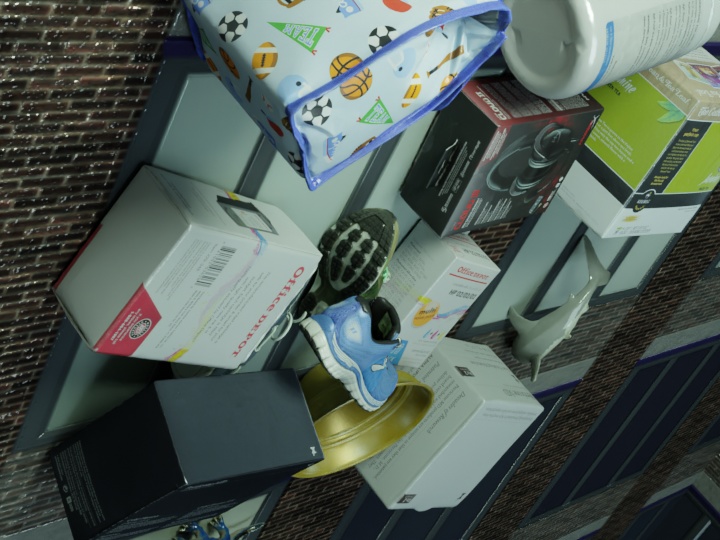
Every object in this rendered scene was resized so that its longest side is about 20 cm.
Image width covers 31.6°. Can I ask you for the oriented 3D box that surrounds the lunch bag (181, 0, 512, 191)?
[{"bbox_3d":[-0.009,-0.187,0.957,0.199,0.170,0.124,-36,155,-12],"label":"lunch bag"}]

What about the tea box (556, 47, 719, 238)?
[{"bbox_3d":[0.341,-0.156,1.487,0.199,0.134,0.198,-5,136,-49],"label":"tea box"}]

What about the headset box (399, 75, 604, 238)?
[{"bbox_3d":[0.143,-0.124,1.340,0.199,0.077,0.150,-15,142,-43],"label":"headset box"}]

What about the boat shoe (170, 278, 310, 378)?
[{"bbox_3d":[-0.106,0.042,1.257,0.201,0.075,0.062,-50,149,18],"label":"boat shoe"}]

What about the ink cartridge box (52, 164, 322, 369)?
[{"bbox_3d":[-0.150,0.003,1.134,0.148,0.086,0.199,-50,152,15],"label":"ink cartridge box"}]

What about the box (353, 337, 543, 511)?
[{"bbox_3d":[0.106,0.203,1.692,0.200,0.131,0.198,-50,152,15],"label":"box"}]

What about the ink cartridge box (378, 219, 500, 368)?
[{"bbox_3d":[0.081,0.014,1.462,0.201,0.068,0.115,-51,151,16],"label":"ink cartridge box"}]

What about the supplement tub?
[{"bbox_3d":[0.241,-0.251,1.229,0.198,0.132,0.133,-21,146,-33],"label":"supplement tub"}]

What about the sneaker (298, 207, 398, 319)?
[{"bbox_3d":[0.000,0.000,1.352,0.088,0.077,0.201,-28,157,-43],"label":"sneaker"}]

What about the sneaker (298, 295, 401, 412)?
[{"bbox_3d":[0.011,0.082,1.310,0.089,0.079,0.200,-34,155,2],"label":"sneaker"}]

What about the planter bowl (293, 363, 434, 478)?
[{"bbox_3d":[-0.019,0.156,1.501,0.198,0.084,0.201,-23,153,-12],"label":"planter bowl"}]

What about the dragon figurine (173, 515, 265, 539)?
[{"bbox_3d":[-0.175,0.362,1.588,0.059,0.100,0.199,-49,151,15],"label":"dragon figurine"}]

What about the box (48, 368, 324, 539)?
[{"bbox_3d":[-0.173,0.185,1.278,0.181,0.105,0.199,-31,162,34],"label":"box"}]

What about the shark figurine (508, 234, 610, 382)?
[{"bbox_3d":[0.254,0.061,1.747,0.215,0.089,0.128,-51,-175,32],"label":"shark figurine"}]
